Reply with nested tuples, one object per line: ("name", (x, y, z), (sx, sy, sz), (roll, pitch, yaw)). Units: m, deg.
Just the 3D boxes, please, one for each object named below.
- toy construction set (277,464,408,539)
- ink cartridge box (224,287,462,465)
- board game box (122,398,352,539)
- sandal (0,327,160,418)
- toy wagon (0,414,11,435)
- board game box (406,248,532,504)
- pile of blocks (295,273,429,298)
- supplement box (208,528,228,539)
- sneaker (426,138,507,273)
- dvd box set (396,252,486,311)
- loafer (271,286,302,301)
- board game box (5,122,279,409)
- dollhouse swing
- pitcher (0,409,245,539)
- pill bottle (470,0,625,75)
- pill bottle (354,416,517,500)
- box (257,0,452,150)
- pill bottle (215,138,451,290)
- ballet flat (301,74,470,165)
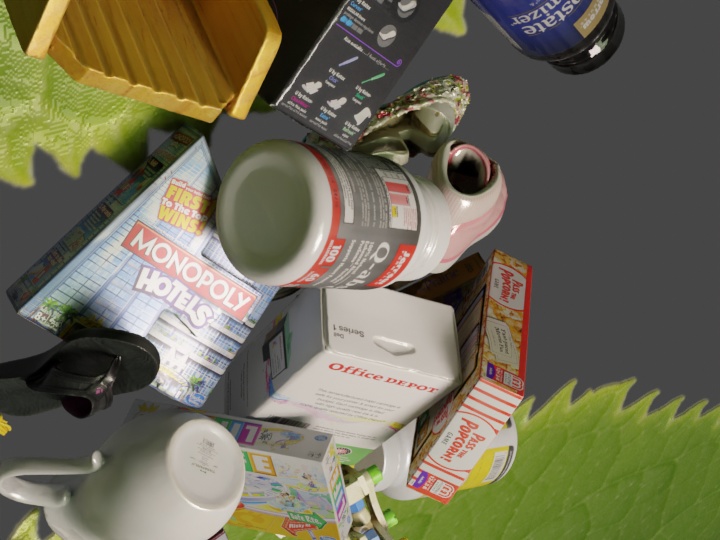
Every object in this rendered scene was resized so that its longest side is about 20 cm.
("toy construction set", (-0.032, 0.231, 1.479), (0.092, 0.199, 0.132), (-34, 109, -29))
("ink cartridge box", (-0.020, 0.096, 1.329), (0.144, 0.085, 0.200), (15, 144, -27))
("board game box", (-0.113, 0.190, 1.347), (0.135, 0.198, 0.034), (79, 26, -44))
("sandal", (-0.236, 0.096, 1.158), (0.200, 0.048, 0.075), (-20, 136, 37))
("toy wagon", (-0.379, 0.183, 1.201), (0.200, 0.040, 0.155), (-44, 142, -7))
("board game box", (0.104, 0.097, 1.357), (0.046, 0.201, 0.152), (25, 126, -8))
("pile of blocks", (0.000, 0.000, 1.407), (0.199, 0.063, 0.082), (-24, -179, -40))
("supplement box", (-0.221, 0.333, 1.461), (0.199, 0.061, 0.109), (-34, 139, -19))
("sneaker", (0.105, -0.084, 1.350), (0.200, 0.075, 0.105), (-50, 168, -54))
("dvd box set", (0.046, 0.073, 1.473), (0.199, 0.029, 0.147), (-27, 146, -6))
("loafer", (-0.040, -0.029, 1.309), (0.199, 0.072, 0.063), (-23, 175, -32))
("board game box", (-0.154, -0.008, 1.196), (0.199, 0.062, 0.201), (33, 91, -28))
("dollhouse swing", (-0.126, -0.239, 0.996), (0.176, 0.183, 0.199), (-43, 146, 27))
("pitcher", (-0.211, 0.186, 1.257), (0.171, 0.122, 0.199), (25, 145, -34))
("pill bottle", (0.161, -0.258, 1.289), (0.112, 0.112, 0.200), (-52, 141, 5))
("pill bottle", (0.071, 0.191, 1.581), (0.199, 0.112, 0.113), (-2, 123, -43))
("box", (-0.016, -0.219, 1.143), (0.106, 0.122, 0.201), (25, 103, -50))
("pill bottle", (-0.016, -0.042, 1.195), (0.199, 0.116, 0.116), (3, 119, -53))
("ballet flat", (0.035, -0.121, 1.322), (0.199, 0.064, 0.076), (-27, 136, -26))
